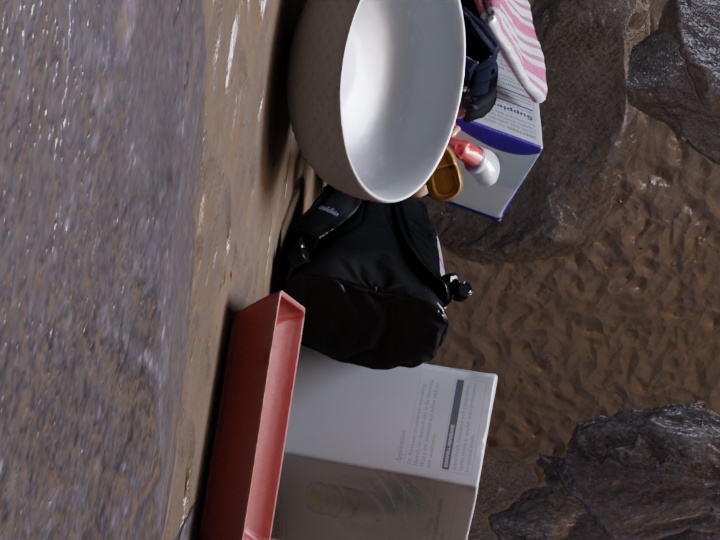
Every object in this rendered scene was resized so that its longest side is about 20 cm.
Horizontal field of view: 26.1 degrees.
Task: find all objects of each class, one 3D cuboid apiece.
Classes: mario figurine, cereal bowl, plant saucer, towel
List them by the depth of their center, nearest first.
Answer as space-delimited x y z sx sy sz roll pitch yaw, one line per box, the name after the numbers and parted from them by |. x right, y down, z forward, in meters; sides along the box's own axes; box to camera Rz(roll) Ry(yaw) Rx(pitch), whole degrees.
-0.081 0.117 1.158 0.200 0.037 0.200 55 43 -84 | plant saucer
0.002 -0.154 1.214 0.200 0.083 0.200 -27 122 -55 | cereal bowl
0.053 -0.088 1.394 0.106 0.123 0.200 -50 -175 14 | mario figurine
0.139 -0.279 1.518 0.146 0.030 0.200 43 33 -53 | towel

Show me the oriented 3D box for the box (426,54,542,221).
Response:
0.078 -0.172 1.578 0.200 0.184 0.105 -87 -160 -51 | box

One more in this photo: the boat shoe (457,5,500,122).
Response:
0.059 -0.236 1.459 0.075 0.200 0.093 -39 162 -21 | boat shoe

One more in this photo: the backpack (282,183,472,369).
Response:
0.000 0.000 1.405 0.200 0.167 0.127 -90 -158 -61 | backpack

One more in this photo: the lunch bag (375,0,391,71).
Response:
0.002 -0.226 1.347 0.161 0.082 0.200 -68 165 -65 | lunch bag

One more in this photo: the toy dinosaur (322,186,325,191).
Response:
0.015 -0.111 1.633 0.200 0.102 0.077 -76 174 -49 | toy dinosaur

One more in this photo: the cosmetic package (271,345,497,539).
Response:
0.012 0.176 1.451 0.199 0.200 0.123 92 10 -58 | cosmetic package

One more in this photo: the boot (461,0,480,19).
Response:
0.112 -0.315 1.640 0.066 0.165 0.200 -51 -141 20 | boot
